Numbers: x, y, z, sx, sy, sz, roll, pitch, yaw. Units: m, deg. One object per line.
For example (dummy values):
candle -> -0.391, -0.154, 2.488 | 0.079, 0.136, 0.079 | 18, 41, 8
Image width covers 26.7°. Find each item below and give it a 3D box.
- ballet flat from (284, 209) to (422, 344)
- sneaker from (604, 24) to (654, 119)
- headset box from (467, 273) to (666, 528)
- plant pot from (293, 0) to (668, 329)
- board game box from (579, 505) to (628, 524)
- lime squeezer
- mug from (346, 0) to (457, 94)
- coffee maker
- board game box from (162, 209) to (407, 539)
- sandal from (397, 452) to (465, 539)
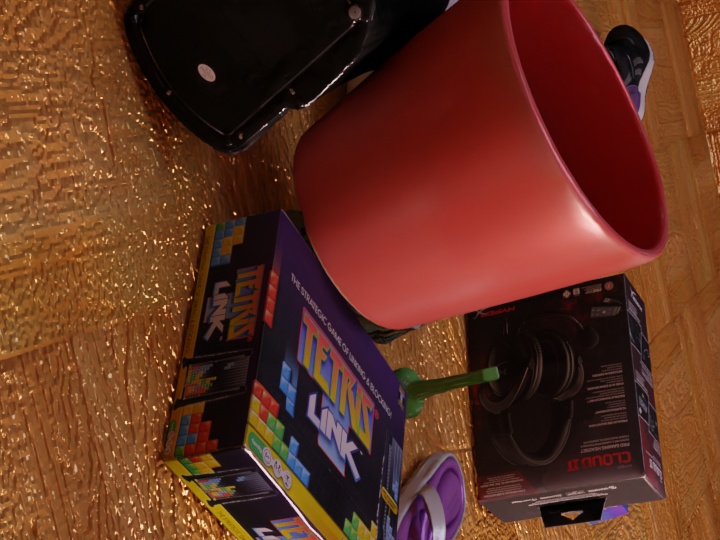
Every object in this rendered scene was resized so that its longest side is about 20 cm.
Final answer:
ballet flat -> 0.000, 0.000, 1.032 | 0.200, 0.073, 0.075 | 27, 55, -63
sneaker -> 0.351, -0.284, 2.063 | 0.088, 0.075, 0.202 | 53, 32, -37
headset box -> 0.175, 0.121, 1.301 | 0.077, 0.147, 0.202 | 43, 41, -55
plant pot -> 0.068, -0.061, 0.935 | 0.200, 0.176, 0.202 | 42, 33, -36
board game box -> 0.213, 0.127, 1.497 | 0.135, 0.044, 0.202 | 47, 36, -33
lime squeezer -> 0.045, 0.084, 1.115 | 0.038, 0.070, 0.200 | 62, -9, 4
mug -> 0.044, -0.136, 1.170 | 0.148, 0.187, 0.155 | 17, 48, -29
coffee maker -> -0.016, -0.168, 0.910 | 0.200, 0.190, 0.136 | -45, 120, -65
board game box -> -0.036, 0.092, 0.910 | 0.201, 0.056, 0.167 | 56, 32, -45
sandal -> 0.054, 0.194, 1.089 | 0.203, 0.049, 0.083 | -66, 139, -56
